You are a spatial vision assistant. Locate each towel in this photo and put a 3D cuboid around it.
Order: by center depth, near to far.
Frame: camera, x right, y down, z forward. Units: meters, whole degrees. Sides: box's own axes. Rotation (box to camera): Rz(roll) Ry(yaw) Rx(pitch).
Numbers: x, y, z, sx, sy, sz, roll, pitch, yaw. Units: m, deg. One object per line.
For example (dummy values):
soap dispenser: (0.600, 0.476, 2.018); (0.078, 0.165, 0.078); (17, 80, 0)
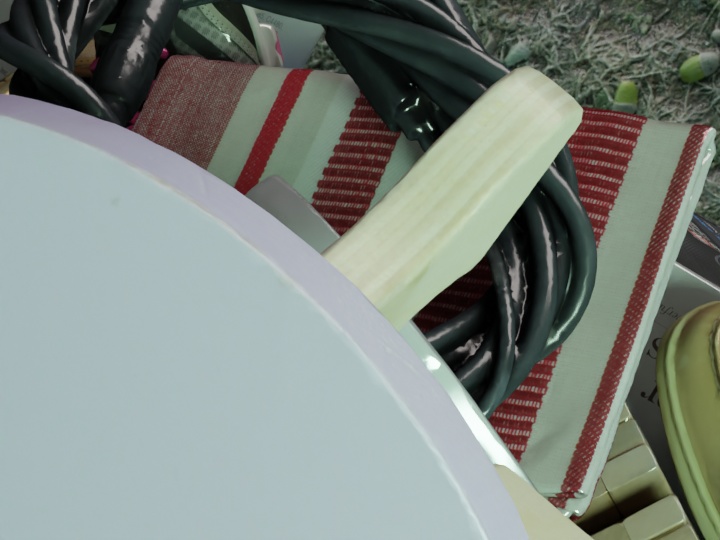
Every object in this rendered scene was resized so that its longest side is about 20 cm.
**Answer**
towel: (0.000, 0.000, 0.733); (0.199, 0.144, 0.023); (9, -30, 24)

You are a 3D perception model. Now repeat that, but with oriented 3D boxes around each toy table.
toy table: (-0.027, 0.034, 0.515); (0.200, 0.184, 0.117); (51, 25, 7)

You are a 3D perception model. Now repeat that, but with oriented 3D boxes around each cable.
cable: (-0.019, -0.033, 0.678); (0.163, 0.051, 0.201); (-7, 58, -31)

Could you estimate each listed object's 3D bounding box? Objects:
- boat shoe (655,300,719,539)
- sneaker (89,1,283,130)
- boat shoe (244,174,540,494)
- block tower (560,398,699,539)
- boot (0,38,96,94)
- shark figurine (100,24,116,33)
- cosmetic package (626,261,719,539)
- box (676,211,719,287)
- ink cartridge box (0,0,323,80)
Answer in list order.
boat shoe: (0.160, 0.087, 0.693); (0.073, 0.063, 0.200); (-21, 70, -28)
sneaker: (-0.077, -0.037, 0.835); (0.074, 0.201, 0.087); (-3, 9, 44)
boat shoe: (0.018, 0.069, 0.597); (0.200, 0.057, 0.069); (55, -3, -1)
block tower: (0.074, 0.082, 0.696); (0.054, 0.058, 0.200); (56, 9, -52)
boot: (-0.084, -0.007, 0.901); (0.200, 0.072, 0.167); (-35, 93, -40)
shark figurine: (-0.181, -0.047, 0.721); (0.128, 0.214, 0.090); (-10, -73, 54)
cosmetic package: (0.064, 0.057, 0.796); (0.200, 0.151, 0.052); (32, 5, 14)
box: (0.096, -0.013, 0.957); (0.198, 0.050, 0.200); (30, 11, -13)
ink cartridge box: (-0.126, -0.115, 1.034); (0.147, 0.200, 0.146); (36, 8, 38)
